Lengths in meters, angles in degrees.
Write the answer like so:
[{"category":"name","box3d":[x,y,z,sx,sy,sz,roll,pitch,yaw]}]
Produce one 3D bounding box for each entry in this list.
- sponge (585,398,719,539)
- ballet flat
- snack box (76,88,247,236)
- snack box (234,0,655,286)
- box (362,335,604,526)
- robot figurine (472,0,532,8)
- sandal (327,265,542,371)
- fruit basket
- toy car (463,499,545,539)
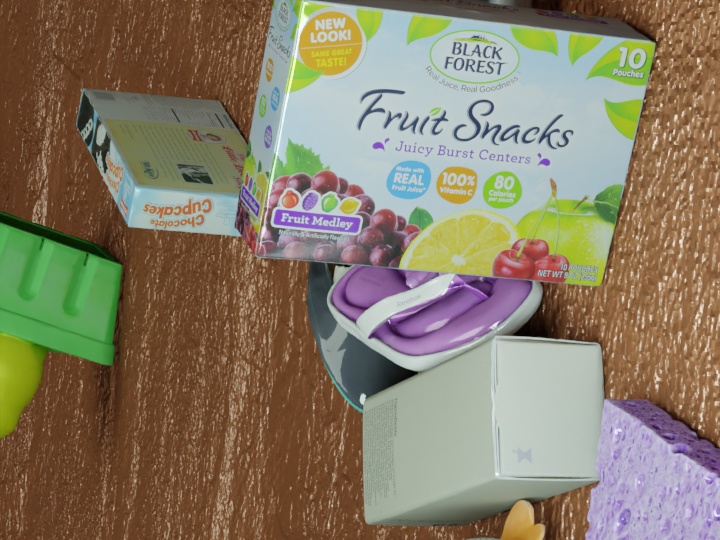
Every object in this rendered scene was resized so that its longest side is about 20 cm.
[{"category":"sponge","box3d":[0.163,0.144,1.280,0.200,0.030,0.112,-142,59,-66]},{"category":"ballet flat","box3d":[0.000,0.000,1.697,0.073,0.073,0.200,114,154,-42]},{"category":"snack box","box3d":[-0.142,-0.084,2.025,0.200,0.116,0.037,-124,42,-59]},{"category":"snack box","box3d":[0.044,-0.072,1.399,0.053,0.200,0.142,-132,49,-64]},{"category":"box","box3d":[0.066,0.095,1.495,0.200,0.068,0.082,152,120,-66]},{"category":"robot figurine","box3d":[0.037,-0.123,1.555,0.170,0.113,0.200,-17,68,39]},{"category":"sandal","box3d":[0.030,0.015,1.556,0.082,0.050,0.203,-49,25,-19]},{"category":"fruit basket","box3d":[-0.328,0.055,2.375,0.156,0.215,0.216,-147,63,-67]},{"category":"toy car","box3d":[0.051,0.220,1.439,0.200,0.184,0.177,-63,8,-28]}]
